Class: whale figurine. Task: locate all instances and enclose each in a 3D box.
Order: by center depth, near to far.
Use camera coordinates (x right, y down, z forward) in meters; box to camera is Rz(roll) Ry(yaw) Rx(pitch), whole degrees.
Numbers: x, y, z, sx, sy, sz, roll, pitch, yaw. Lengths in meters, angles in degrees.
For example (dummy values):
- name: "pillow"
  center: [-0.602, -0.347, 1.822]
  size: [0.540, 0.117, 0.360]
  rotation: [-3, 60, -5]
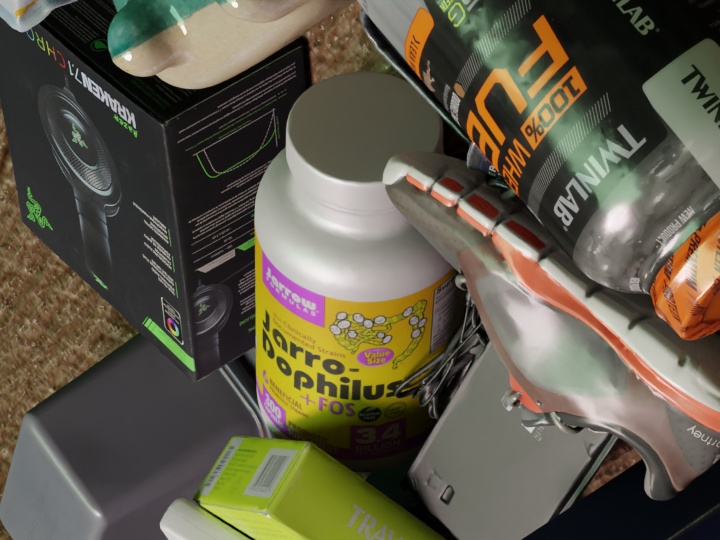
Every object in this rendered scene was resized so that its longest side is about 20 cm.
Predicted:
- name: "whale figurine"
  center: [-0.050, -0.149, 1.280]
  size: [0.104, 0.159, 0.200]
  rotation: [59, 175, -7]

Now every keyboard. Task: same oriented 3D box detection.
- name: "keyboard"
  center: [0.085, 0.047, 1.354]
  size: [0.104, 0.040, 0.200]
  rotation: [44, 129, 17]

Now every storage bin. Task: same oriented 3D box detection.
- name: "storage bin"
  center: [-0.131, 0.124, 1.745]
  size: [0.146, 0.134, 0.200]
  rotation: [52, 155, 14]

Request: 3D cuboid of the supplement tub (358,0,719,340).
- name: "supplement tub"
  center: [0.098, -0.079, 1.127]
  size: [0.200, 0.122, 0.123]
  rotation: [51, 153, 17]

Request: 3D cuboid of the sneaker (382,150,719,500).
- name: "sneaker"
  center: [0.076, 0.026, 1.262]
  size: [0.200, 0.077, 0.082]
  rotation: [40, 111, 19]

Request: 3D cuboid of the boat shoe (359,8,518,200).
- name: "boat shoe"
  center: [0.077, -0.058, 1.250]
  size: [0.200, 0.068, 0.072]
  rotation: [49, 153, 20]

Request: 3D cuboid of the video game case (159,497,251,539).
- name: "video game case"
  center: [-0.004, 0.203, 1.514]
  size: [0.200, 0.023, 0.182]
  rotation: [30, 165, 20]

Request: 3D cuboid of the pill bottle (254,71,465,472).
- name: "pill bottle"
  center: [0.000, 0.000, 1.409]
  size: [0.104, 0.104, 0.200]
  rotation: [42, 150, 31]

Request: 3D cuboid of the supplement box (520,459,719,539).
- name: "supplement box"
  center: [0.163, 0.195, 1.320]
  size: [0.109, 0.109, 0.201]
  rotation: [-2, 115, 62]

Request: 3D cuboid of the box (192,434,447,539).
- name: "box"
  center: [0.021, 0.156, 1.455]
  size: [0.200, 0.048, 0.122]
  rotation: [37, 167, -16]

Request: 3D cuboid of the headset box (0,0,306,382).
- name: "headset box"
  center: [-0.110, -0.065, 1.551]
  size: [0.174, 0.093, 0.200]
  rotation: [40, 149, 35]

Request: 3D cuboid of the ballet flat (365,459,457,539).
- name: "ballet flat"
  center: [0.061, 0.125, 1.495]
  size: [0.063, 0.069, 0.200]
  rotation: [49, 164, -12]

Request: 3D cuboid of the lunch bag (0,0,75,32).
- name: "lunch bag"
  center: [-0.185, -0.243, 1.440]
  size: [0.200, 0.127, 0.170]
  rotation: [43, 161, 54]
